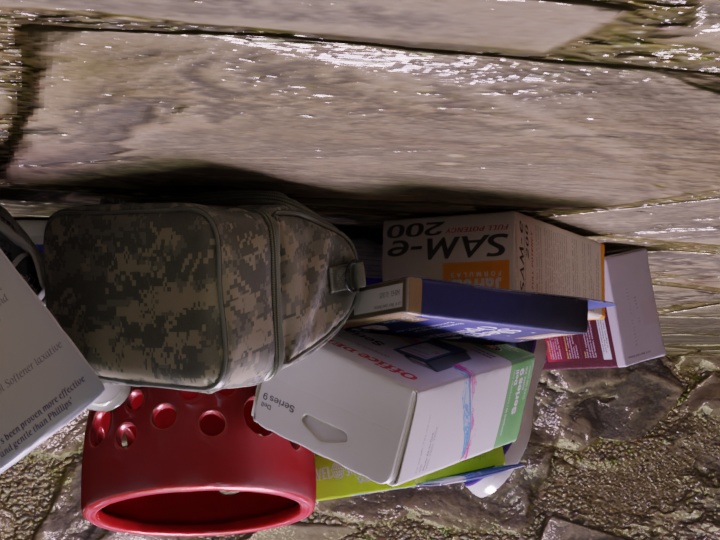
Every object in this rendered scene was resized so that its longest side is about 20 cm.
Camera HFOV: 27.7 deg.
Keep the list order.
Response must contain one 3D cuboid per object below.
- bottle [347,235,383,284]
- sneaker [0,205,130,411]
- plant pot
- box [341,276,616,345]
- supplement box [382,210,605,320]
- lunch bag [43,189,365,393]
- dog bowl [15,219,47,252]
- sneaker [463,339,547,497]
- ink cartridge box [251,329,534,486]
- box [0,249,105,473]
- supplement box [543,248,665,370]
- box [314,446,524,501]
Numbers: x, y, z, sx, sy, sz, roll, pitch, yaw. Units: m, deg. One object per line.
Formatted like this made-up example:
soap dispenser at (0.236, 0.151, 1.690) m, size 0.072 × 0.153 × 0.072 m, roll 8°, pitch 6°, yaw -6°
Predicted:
bottle at (0.000, 0.000, 1.325) m, size 0.199 × 0.066 × 0.083 m, roll 4°, pitch 179°, yaw -29°
sneaker at (-0.249, 0.034, 1.132) m, size 0.076 × 0.200 × 0.080 m, roll -43°, pitch -164°, yaw -14°
plant pot at (-0.143, 0.125, 1.266) m, size 0.200 × 0.183 × 0.201 m, roll -5°, pitch 159°, yaw -2°
box at (0.089, 0.035, 1.144) m, size 0.199 × 0.033 × 0.121 m, roll 6°, pitch 170°, yaw -29°
supplement box at (0.120, 0.001, 1.269) m, size 0.126 × 0.074 × 0.200 m, roll -3°, pitch 172°, yaw 30°
lunch bag at (-0.118, 0.011, 1.095) m, size 0.200 × 0.140 × 0.167 m, roll 0°, pitch -177°, yaw 38°
dog bowl at (-0.280, 0.005, 1.343) m, size 0.199 × 0.079 × 0.200 m, roll 0°, pitch 174°, yaw 0°
sneaker at (0.094, 0.101, 1.395) m, size 0.146 × 0.200 × 0.081 m, roll 35°, pitch 141°, yaw -16°
ink cartridge box at (0.030, 0.096, 1.193) m, size 0.145 × 0.088 × 0.200 m, roll 21°, pitch -163°, yaw 31°
box at (-0.280, 0.035, 0.981) m, size 0.105 × 0.200 × 0.184 m, roll -38°, pitch -175°, yaw -17°
supplement box at (0.207, 0.043, 1.469) m, size 0.061 × 0.109 × 0.200 m, roll -12°, pitch -177°, yaw -35°
box at (0.032, 0.172, 1.306) m, size 0.200 × 0.048 × 0.122 m, roll -16°, pitch 172°, yaw 44°
